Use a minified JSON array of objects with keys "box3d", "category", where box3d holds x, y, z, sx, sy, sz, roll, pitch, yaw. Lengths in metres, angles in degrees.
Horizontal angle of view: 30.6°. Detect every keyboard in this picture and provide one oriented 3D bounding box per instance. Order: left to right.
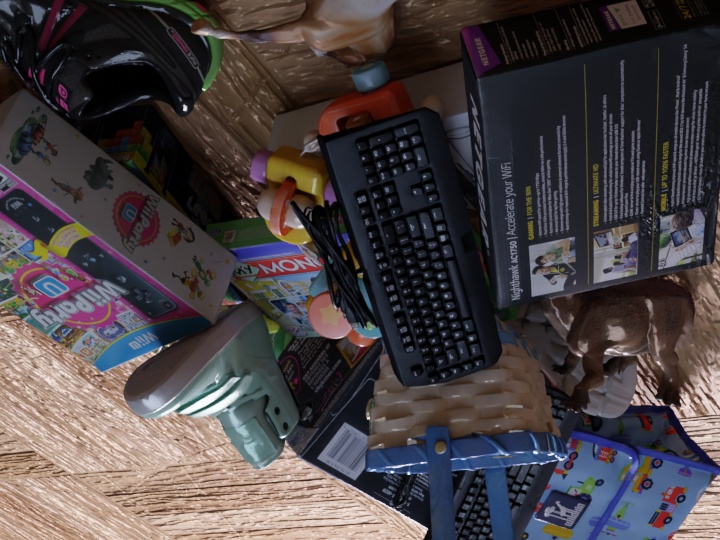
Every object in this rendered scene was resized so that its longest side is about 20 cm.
[{"box3d":[0.025,0.001,0.830,0.103,0.040,0.201,-16,121,5],"category":"keyboard"},{"box3d":[0.090,0.172,1.075,0.126,0.021,0.201,18,108,-11],"category":"keyboard"}]

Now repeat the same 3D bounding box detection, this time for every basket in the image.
[{"box3d":[0.080,0.141,0.956,0.138,0.201,0.176,-12,163,15],"category":"basket"}]

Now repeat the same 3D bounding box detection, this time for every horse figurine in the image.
[{"box3d":[-0.010,-0.177,0.746,0.132,0.050,0.200,9,146,-24],"category":"horse figurine"}]

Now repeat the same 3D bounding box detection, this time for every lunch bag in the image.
[{"box3d":[0.189,0.193,1.156,0.199,0.094,0.151,11,118,-33],"category":"lunch bag"}]

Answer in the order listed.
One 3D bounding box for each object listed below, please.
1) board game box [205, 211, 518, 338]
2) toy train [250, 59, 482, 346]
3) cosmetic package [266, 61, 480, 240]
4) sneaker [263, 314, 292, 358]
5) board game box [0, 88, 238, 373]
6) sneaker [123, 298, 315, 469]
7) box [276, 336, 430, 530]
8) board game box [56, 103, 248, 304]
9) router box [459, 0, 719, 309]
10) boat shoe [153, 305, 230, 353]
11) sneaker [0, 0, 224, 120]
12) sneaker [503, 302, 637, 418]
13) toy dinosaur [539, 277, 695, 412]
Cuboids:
[{"box3d":[0.000,0.000,0.970,0.199,0.029,0.135,-7,146,32],"category":"board game box"},{"box3d":[-0.001,-0.028,0.859,0.149,0.056,0.201,-6,116,31],"category":"toy train"},{"box3d":[0.057,-0.069,0.913,0.199,0.052,0.151,-12,141,33],"category":"cosmetic package"},{"box3d":[-0.024,0.105,1.201,0.083,0.074,0.200,-11,143,38],"category":"sneaker"},{"box3d":[-0.211,-0.020,0.941,0.200,0.065,0.147,38,139,-28],"category":"board game box"},{"box3d":[-0.095,0.097,0.967,0.073,0.200,0.119,-25,94,20],"category":"sneaker"},{"box3d":[0.029,0.122,1.124,0.200,0.132,0.115,35,-175,-35],"category":"box"},{"box3d":[-0.194,-0.043,1.025,0.164,0.057,0.200,-1,148,22],"category":"board game box"},{"box3d":[0.144,-0.071,0.807,0.148,0.051,0.201,-12,137,-1],"category":"router box"},{"box3d":[-0.142,0.068,1.180,0.073,0.063,0.200,-14,144,35],"category":"boat shoe"},{"box3d":[-0.188,-0.140,0.829,0.199,0.084,0.077,7,159,5],"category":"sneaker"},{"box3d":[0.144,0.060,1.099,0.199,0.077,0.082,30,166,-23],"category":"sneaker"},{"box3d":[0.203,0.029,1.012,0.199,0.136,0.086,3,-161,-29],"category":"toy dinosaur"}]
